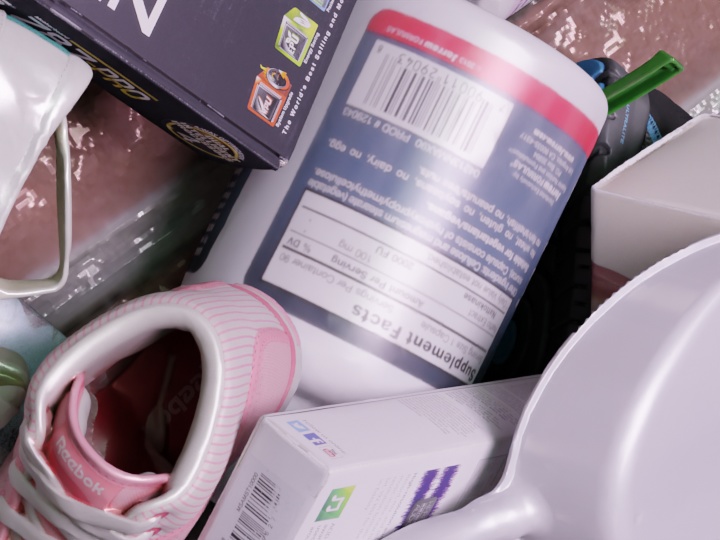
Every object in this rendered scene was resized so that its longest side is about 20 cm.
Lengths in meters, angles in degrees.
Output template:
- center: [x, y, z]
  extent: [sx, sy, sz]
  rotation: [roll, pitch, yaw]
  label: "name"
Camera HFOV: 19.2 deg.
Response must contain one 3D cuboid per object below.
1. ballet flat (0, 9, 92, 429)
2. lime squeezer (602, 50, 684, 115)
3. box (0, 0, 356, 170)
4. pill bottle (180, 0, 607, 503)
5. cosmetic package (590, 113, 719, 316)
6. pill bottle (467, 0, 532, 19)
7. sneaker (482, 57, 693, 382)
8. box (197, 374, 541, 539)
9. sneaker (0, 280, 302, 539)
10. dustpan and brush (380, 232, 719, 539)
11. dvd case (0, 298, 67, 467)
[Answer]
- center: [-0.133, 0.013, 0.702]
  extent: [0.069, 0.069, 0.200]
  rotation: [9, 107, -28]
  label: "ballet flat"
- center: [0.052, -0.018, 0.875]
  extent: [0.200, 0.071, 0.038]
  rotation: [-50, 139, 7]
  label: "lime squeezer"
- center: [-0.053, -0.158, 0.726]
  extent: [0.161, 0.049, 0.200]
  rotation: [35, 73, -40]
  label: "box"
- center: [0.000, 0.000, 0.802]
  extent: [0.119, 0.120, 0.200]
  rotation: [28, 86, -23]
  label: "pill bottle"
- center: [0.150, 0.050, 0.850]
  extent: [0.103, 0.087, 0.200]
  rotation: [-29, 125, -48]
  label: "cosmetic package"
- center: [0.083, -0.188, 0.880]
  extent: [0.200, 0.112, 0.112]
  rotation: [-37, 102, -28]
  label: "pill bottle"
- center: [0.104, 0.013, 0.892]
  extent: [0.082, 0.073, 0.200]
  rotation: [23, 75, -29]
  label: "sneaker"
- center: [0.005, 0.109, 0.759]
  extent: [0.200, 0.036, 0.144]
  rotation: [-2, 124, -55]
  label: "box"
- center: [-0.100, 0.085, 0.698]
  extent: [0.075, 0.105, 0.200]
  rotation: [38, 92, 9]
  label: "sneaker"
- center: [0.077, 0.074, 0.730]
  extent: [0.200, 0.057, 0.140]
  rotation: [-28, 121, -38]
  label: "dustpan and brush"
- center: [-0.199, 0.035, 0.751]
  extent: [0.200, 0.022, 0.146]
  rotation: [43, 66, -19]
  label: "dvd case"
